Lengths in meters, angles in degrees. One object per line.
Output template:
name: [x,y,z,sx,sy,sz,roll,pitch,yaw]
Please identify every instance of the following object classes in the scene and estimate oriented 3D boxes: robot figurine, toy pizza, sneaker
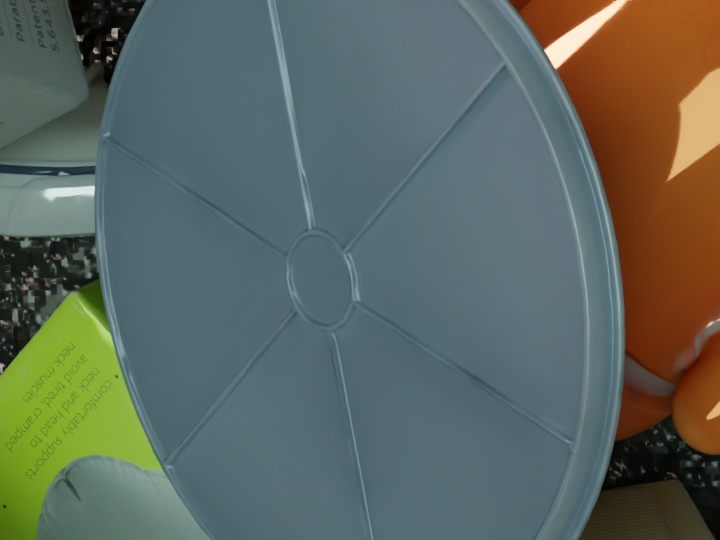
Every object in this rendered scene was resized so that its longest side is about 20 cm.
robot figurine: [0.084,-0.032,0.786,0.200,0.117,0.144,-40,89,17]
toy pizza: [0.000,0.000,0.752,0.200,0.032,0.202,15,110,45]
sneaker: [-0.115,-0.052,0.859,0.199,0.073,0.071,6,102,15]

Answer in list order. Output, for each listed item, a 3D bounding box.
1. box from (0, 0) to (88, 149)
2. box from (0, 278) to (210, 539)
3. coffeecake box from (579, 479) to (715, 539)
box: [-0.209,-0.105,0.804,0.198,0.130,0.201,-25,71,28]
box: [-0.047,0.113,0.875,0.200,0.048,0.122,44,108,6]
coffeecake box: [0.076,0.181,0.769,0.073,0.154,0.201,-8,108,-4]
